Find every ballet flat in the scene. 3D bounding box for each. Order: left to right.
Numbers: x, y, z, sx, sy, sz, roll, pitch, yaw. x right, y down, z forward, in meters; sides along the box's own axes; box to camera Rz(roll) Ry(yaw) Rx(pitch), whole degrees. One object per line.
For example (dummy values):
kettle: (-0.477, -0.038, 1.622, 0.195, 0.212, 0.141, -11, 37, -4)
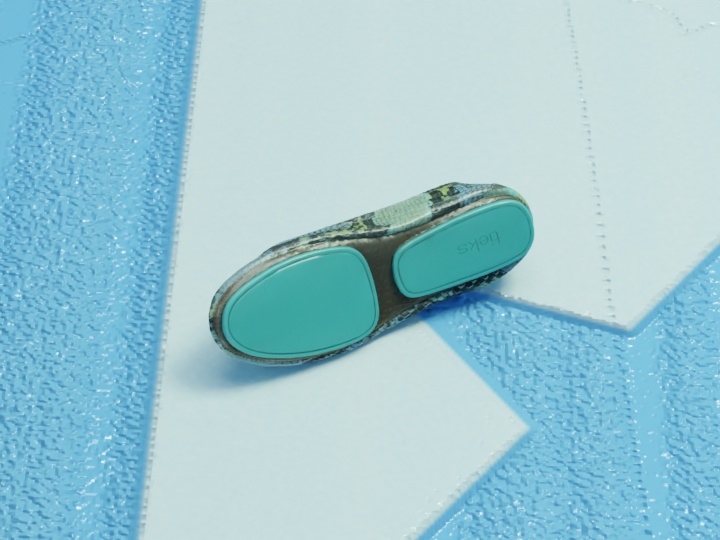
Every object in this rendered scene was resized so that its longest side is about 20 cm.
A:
ballet flat: (0.000, 0.000, 1.611, 0.199, 0.075, 0.074, -16, 45, -21)
